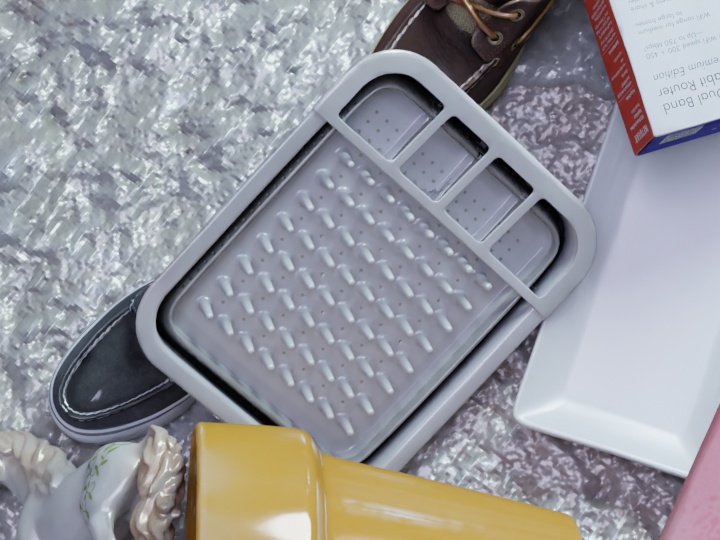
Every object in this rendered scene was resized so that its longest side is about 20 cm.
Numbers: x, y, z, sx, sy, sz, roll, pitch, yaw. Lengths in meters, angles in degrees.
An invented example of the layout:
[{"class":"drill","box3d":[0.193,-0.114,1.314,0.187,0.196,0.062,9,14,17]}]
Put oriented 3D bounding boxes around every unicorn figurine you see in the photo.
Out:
[{"class":"unicorn figurine","box3d":[-0.148,0.130,1.327,0.200,0.074,0.138,-20,63,33]}]

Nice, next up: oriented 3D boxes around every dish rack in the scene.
[{"class":"dish rack","box3d":[0.000,0.000,1.316,0.172,0.044,0.200,41,95,-26]}]

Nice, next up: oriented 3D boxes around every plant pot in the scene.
[{"class":"plant pot","box3d":[0.009,0.174,1.251,0.183,0.200,0.200,2,77,-5]}]

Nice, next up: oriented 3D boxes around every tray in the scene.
[{"class":"tray","box3d":[0.158,0.000,1.341,0.107,0.022,0.200,17,80,13]}]

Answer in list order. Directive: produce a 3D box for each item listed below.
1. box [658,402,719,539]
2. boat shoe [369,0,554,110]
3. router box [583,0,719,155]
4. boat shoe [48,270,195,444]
[{"class":"box","box3d":[0.204,0.131,1.246,0.109,0.128,0.200,23,81,16]},{"class":"boat shoe","box3d":[0.066,-0.147,1.367,0.200,0.072,0.072,-45,73,-2]},{"class":"router box","box3d":[0.207,-0.172,1.323,0.200,0.049,0.180,-17,83,-8]},{"class":"boat shoe","box3d":[-0.078,0.020,1.356,0.200,0.066,0.070,-29,74,2]}]
